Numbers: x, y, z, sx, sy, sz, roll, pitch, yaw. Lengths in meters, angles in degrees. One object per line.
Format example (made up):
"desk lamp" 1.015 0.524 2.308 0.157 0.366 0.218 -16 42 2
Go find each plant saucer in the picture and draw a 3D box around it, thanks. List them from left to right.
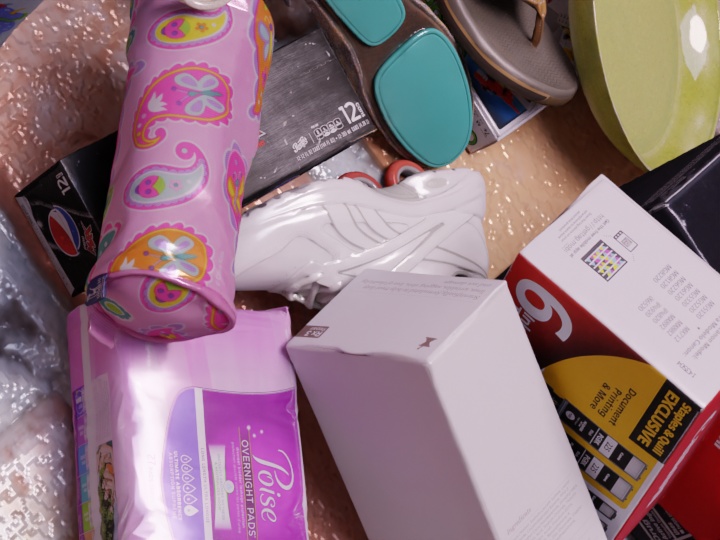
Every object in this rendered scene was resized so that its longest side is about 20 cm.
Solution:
"plant saucer" 0.173 -0.153 1.819 0.200 0.031 0.202 15 73 -60

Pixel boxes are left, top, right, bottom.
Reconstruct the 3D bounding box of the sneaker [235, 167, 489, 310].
"sneaker" 0.000 0.000 1.659 0.199 0.078 0.100 -10 78 -33

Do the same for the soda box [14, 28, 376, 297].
"soda box" -0.091 -0.062 1.644 0.199 0.063 0.071 -30 90 -36

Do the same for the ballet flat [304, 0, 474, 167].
"ballet flat" 0.009 -0.144 1.720 0.068 0.067 0.200 -36 133 -7

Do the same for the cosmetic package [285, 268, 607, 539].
"cosmetic package" 0.051 0.104 1.612 0.081 0.112 0.201 -41 123 -36

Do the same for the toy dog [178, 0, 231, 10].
"toy dog" -0.061 -0.246 1.538 0.131 0.096 0.201 -12 119 -9

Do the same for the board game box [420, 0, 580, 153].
"board game box" 0.063 -0.188 1.798 0.126 0.035 0.201 -36 97 -35

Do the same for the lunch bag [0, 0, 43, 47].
"lunch bag" -0.202 -0.237 1.566 0.127 0.170 0.201 11 67 -28

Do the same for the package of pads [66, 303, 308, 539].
"package of pads" -0.090 0.115 1.579 0.120 0.076 0.201 3 73 -30

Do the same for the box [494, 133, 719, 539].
"box" 0.205 0.040 1.716 0.123 0.198 0.201 -39 97 -37

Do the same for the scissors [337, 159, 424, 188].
"scissors" 0.025 0.031 1.717 0.073 0.014 0.201 1 72 -34

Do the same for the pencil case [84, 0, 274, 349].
"pencil case" -0.096 -0.058 1.549 0.087 0.087 0.201 21 60 -25

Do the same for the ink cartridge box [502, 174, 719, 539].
"ink cartridge box" 0.146 0.077 1.635 0.175 0.200 0.084 40 54 12

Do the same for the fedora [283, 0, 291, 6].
"fedora" -0.104 -0.239 1.659 0.090 0.177 0.201 -12 116 -2

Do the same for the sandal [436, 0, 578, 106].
"sandal" 0.077 -0.190 1.743 0.082 0.054 0.201 -20 84 -53
